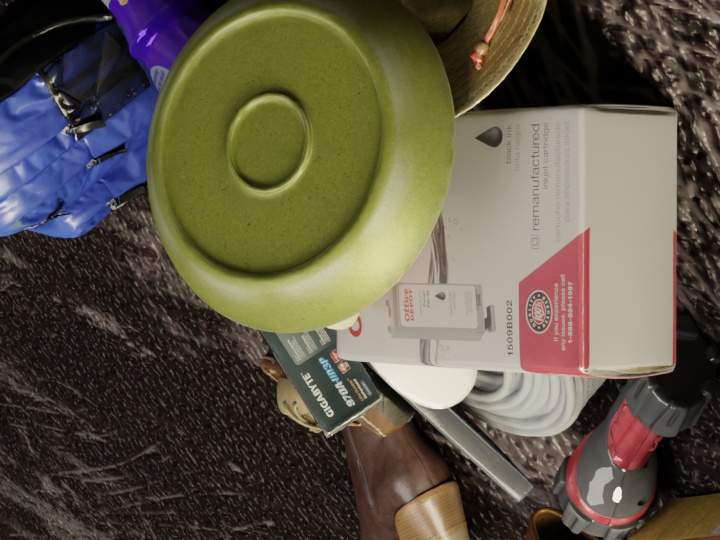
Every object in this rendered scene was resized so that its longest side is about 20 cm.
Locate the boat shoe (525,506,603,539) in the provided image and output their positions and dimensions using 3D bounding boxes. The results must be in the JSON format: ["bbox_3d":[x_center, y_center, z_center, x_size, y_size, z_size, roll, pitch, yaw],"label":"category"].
[{"bbox_3d":[0.168,0.229,1.500,0.200,0.072,0.068,41,152,57],"label":"boat shoe"}]

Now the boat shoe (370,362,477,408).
[{"bbox_3d":[0.000,0.000,1.362,0.200,0.072,0.069,48,176,-5],"label":"boat shoe"}]

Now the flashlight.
[{"bbox_3d":[0.173,0.106,1.356,0.068,0.068,0.200,47,156,14],"label":"flashlight"}]

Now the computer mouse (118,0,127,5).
[{"bbox_3d":[-0.134,-0.224,1.408,0.046,0.141,0.200,17,156,-15],"label":"computer mouse"}]

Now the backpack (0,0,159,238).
[{"bbox_3d":[-0.253,-0.104,1.668,0.162,0.200,0.168,8,130,57],"label":"backpack"}]

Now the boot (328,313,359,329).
[{"bbox_3d":[-0.048,-0.054,1.256,0.200,0.075,0.107,49,129,36],"label":"boot"}]

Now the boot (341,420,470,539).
[{"bbox_3d":[0.019,0.162,1.736,0.167,0.072,0.200,64,158,4],"label":"boot"}]

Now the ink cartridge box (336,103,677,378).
[{"bbox_3d":[0.078,-0.016,1.228,0.200,0.083,0.147,0,91,48],"label":"ink cartridge box"}]

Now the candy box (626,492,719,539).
[{"bbox_3d":[0.257,0.195,1.342,0.117,0.056,0.200,55,157,-6],"label":"candy box"}]

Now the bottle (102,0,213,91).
[{"bbox_3d":[-0.105,-0.135,1.525,0.200,0.065,0.084,49,160,8],"label":"bottle"}]

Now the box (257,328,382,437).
[{"bbox_3d":[-0.058,0.012,1.426,0.200,0.046,0.159,57,177,0],"label":"box"}]

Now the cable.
[{"bbox_3d":[0.079,0.016,1.401,0.200,0.069,0.200,49,154,8],"label":"cable"}]

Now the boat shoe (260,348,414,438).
[{"bbox_3d":[-0.022,0.087,1.605,0.076,0.074,0.200,42,179,-22],"label":"boat shoe"}]

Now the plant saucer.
[{"bbox_3d":[-0.042,-0.067,1.177,0.200,0.200,0.031,39,-166,29],"label":"plant saucer"}]

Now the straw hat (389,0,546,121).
[{"bbox_3d":[0.034,-0.157,1.211,0.201,0.201,0.085,40,-163,27],"label":"straw hat"}]

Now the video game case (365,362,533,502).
[{"bbox_3d":[0.041,0.082,1.493,0.143,0.019,0.200,43,-179,-14],"label":"video game case"}]
